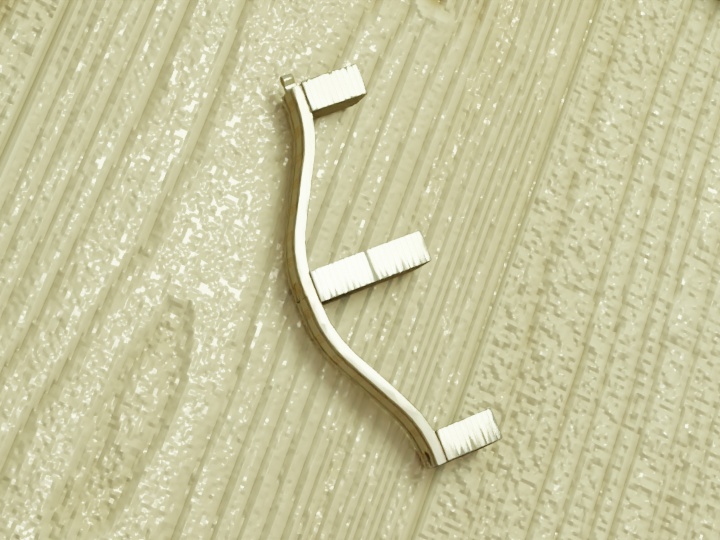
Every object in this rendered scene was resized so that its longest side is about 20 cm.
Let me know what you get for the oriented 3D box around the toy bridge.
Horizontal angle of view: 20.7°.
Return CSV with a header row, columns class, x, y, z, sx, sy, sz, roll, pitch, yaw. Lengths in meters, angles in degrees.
class,x,y,z,sx,sy,sz,roll,pitch,yaw
toy bridge,0.000,0.000,0.939,0.067,0.027,0.202,-20,86,-20
